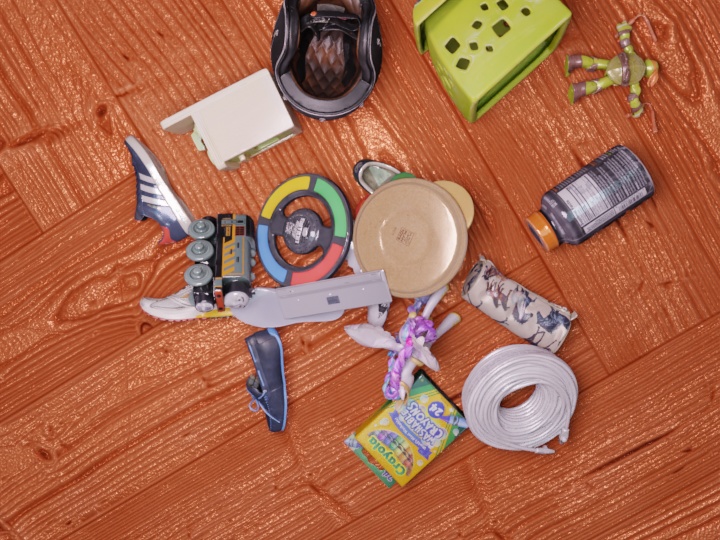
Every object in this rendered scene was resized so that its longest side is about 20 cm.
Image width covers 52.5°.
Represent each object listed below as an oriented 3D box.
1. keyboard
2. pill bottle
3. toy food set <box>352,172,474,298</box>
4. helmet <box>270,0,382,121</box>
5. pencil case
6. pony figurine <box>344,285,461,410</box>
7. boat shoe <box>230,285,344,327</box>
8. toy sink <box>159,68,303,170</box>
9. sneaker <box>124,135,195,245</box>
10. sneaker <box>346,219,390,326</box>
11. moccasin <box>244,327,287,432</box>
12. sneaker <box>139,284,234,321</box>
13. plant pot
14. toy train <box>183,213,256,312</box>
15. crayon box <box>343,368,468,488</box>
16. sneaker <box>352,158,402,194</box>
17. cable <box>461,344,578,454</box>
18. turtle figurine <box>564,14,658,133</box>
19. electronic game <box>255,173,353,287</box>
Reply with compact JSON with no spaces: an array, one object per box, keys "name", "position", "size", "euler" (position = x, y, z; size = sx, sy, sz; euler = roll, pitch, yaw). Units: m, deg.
[{"name":"keyboard","position":[-0.047,0.041,1.203],"size":[0.199,0.011,0.056],"euler":[-10,111,22]},{"name":"pill bottle","position":[0.378,-0.114,1.226],"size":[0.200,0.106,0.106],"euler":[-34,94,6]},{"name":"toy food set","position":[0.078,-0.056,1.179],"size":[0.197,0.049,0.201],"euler":[11,96,19]},{"name":"helmet","position":[-0.055,-0.347,1.178],"size":[0.199,0.201,0.191],"euler":[10,141,2]},{"name":"pencil case","position":[0.269,0.058,1.263],"size":[0.200,0.078,0.090],"euler":[33,97,-1]},{"name":"pony figurine","position":[0.086,0.114,1.213],"size":[0.166,0.193,0.200],"euler":[17,63,31]},{"name":"boat shoe","position":[-0.127,0.055,1.279],"size":[0.199,0.066,0.070],"euler":[-3,102,-8]},{"name":"toy sink","position":[-0.211,-0.237,1.229],"size":[0.199,0.130,0.112],"euler":[-25,95,4]},{"name":"sneaker","position":[-0.371,-0.135,1.274],"size":[0.084,0.075,0.200],"euler":[-30,94,1]},{"name":"sneaker","position":[0.000,0.000,1.274],"size":[0.114,0.075,0.201],"euler":[4,92,4]},{"name":"moccasin","position":[-0.171,0.194,1.288],"size":[0.068,0.080,0.201],"euler":[-9,108,-18]},{"name":"sneaker","position":[-0.290,0.046,1.296],"size":[0.199,0.078,0.083],"euler":[-6,92,-6]},{"name":"plant pot","position":[0.193,-0.379,1.165],"size":[0.199,0.200,0.182],"euler":[-41,87,7]},{"name":"toy train","position":[-0.233,-0.016,1.233],"size":[0.113,0.201,0.085],"euler":[-3,139,-5]},{"name":"crayon box","position":[0.081,0.292,1.311],"size":[0.200,0.052,0.126],"euler":[-44,92,7]},{"name":"sneaker","position":[0.072,-0.127,1.246],"size":[0.200,0.090,0.067],"euler":[31,95,-1]},{"name":"cable","position":[0.273,0.218,1.250],"size":[0.199,0.069,0.201],"euler":[7,116,-12]},{"name":"turtle figurine","position":[0.430,-0.321,1.221],"size":[0.161,0.064,0.201],"euler":[-8,96,4]},{"name":"electronic game","position":[-0.099,-0.067,1.247],"size":[0.199,0.042,0.201],"euler":[-5,81,31]}]
